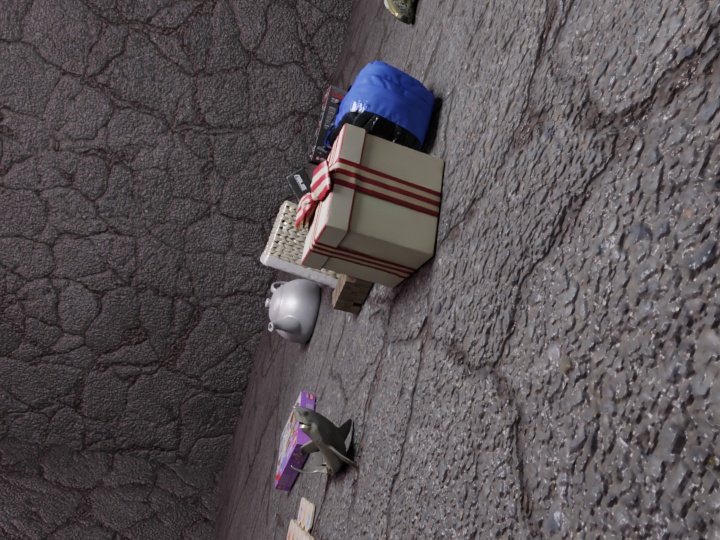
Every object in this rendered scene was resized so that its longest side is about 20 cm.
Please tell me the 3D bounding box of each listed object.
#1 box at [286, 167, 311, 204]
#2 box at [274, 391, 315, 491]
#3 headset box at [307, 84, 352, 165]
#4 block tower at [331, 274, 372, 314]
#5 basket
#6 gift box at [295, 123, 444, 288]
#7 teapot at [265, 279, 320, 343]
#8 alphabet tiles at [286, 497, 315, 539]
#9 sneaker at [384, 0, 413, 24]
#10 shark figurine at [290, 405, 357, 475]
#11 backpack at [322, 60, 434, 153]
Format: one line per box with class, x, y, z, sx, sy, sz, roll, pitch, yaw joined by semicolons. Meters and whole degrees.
box;-0.082;-0.102;1.129;0.047;0.195;0.200;-31;-3;-1
box;-0.154;0.403;1.262;0.138;0.038;0.202;-91;20;-50
headset box;-0.030;-0.340;1.302;0.077;0.146;0.203;-148;74;-75
block tower;0.000;0.000;1.019;0.055;0.057;0.202;-90;18;-47
basket;-0.132;-0.063;1.328;0.198;0.197;0.164;-164;91;-77
gift box;0.004;-0.101;0.821;0.185;0.184;0.203;130;151;-60
teapot;-0.205;0.108;1.564;0.200;0.144;0.201;135;148;-66
alphabet tiles;-0.123;0.548;1.033;0.200;0.014;0.199;140;142;-68
sneaker;0.109;-0.659;1.244;0.089;0.076;0.203;-40;39;54
shark figurine;-0.046;0.293;0.908;0.090;0.127;0.216;-54;-21;-37
backpack;0.034;-0.272;0.934;0.200;0.160;0.171;156;131;-74
